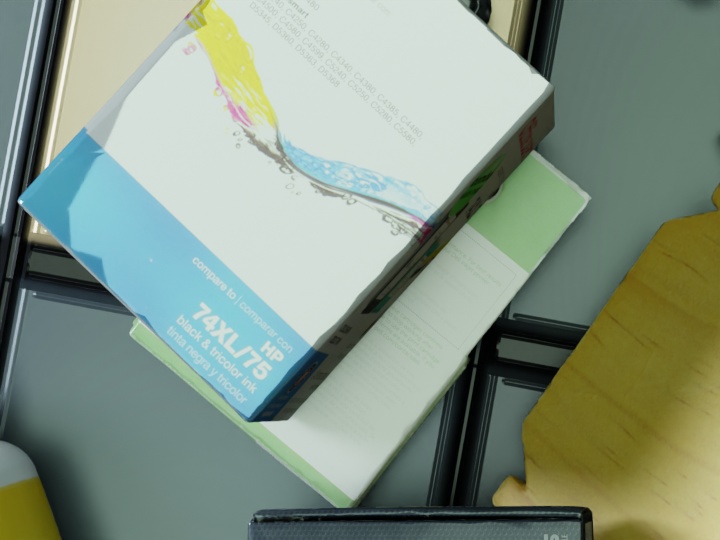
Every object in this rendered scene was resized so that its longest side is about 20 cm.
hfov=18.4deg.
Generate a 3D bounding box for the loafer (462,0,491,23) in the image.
[{"bbox_3d":[-0.004,-0.198,1.120,0.068,0.070,0.201,-35,85,2],"label":"loafer"}]

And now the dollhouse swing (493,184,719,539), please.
[{"bbox_3d":[0.215,0.097,1.083,0.201,0.175,0.182,-56,47,12],"label":"dollhouse swing"}]

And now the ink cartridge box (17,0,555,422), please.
[{"bbox_3d":[-0.027,-0.051,1.030,0.146,0.147,0.200,43,91,6],"label":"ink cartridge box"}]

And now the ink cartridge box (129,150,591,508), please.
[{"bbox_3d":[0.000,0.000,1.121,0.145,0.048,0.200,39,89,5],"label":"ink cartridge box"}]

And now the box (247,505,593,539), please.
[{"bbox_3d":[0.029,0.209,1.015,0.156,0.051,0.202,-1,86,12],"label":"box"}]

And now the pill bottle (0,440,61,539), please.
[{"bbox_3d":[-0.199,0.154,1.095,0.111,0.112,0.201,-21,86,3],"label":"pill bottle"}]
